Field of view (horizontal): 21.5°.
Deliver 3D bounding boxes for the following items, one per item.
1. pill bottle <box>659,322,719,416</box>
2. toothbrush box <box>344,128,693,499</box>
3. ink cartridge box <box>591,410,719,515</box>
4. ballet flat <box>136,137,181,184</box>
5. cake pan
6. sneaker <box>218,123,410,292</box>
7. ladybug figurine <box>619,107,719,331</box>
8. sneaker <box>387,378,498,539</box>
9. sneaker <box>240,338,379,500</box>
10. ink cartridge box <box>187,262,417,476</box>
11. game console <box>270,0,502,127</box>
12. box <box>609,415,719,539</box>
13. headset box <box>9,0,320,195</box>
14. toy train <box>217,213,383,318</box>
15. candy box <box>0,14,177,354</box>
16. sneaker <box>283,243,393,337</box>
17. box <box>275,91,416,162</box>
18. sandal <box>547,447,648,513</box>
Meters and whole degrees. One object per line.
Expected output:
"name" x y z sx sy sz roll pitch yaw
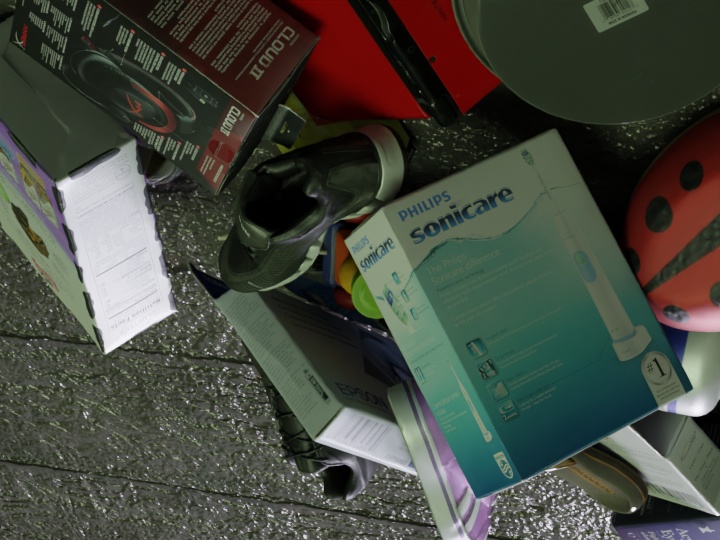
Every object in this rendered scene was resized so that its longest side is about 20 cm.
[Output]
"pill bottle" 0.210 0.043 1.367 0.199 0.112 0.112 10 143 14
"toothbrush box" 0.104 0.028 1.259 0.200 0.146 0.085 62 157 4
"ink cartridge box" 0.169 0.112 1.465 0.200 0.045 0.176 12 156 47
"ballet flat" -0.154 -0.107 1.393 0.072 0.072 0.200 25 144 -5
"cake pan" 0.154 -0.166 1.134 0.200 0.037 0.201 0 132 0
"sneaker" -0.057 -0.038 1.278 0.090 0.067 0.200 -10 163 -40
"ladybug figurine" 0.242 -0.030 1.243 0.136 0.072 0.200 48 125 9
"sneaker" 0.095 0.136 1.370 0.114 0.073 0.201 -21 143 -2
"sneaker" -0.040 0.120 1.609 0.076 0.091 0.200 -3 137 45
"ink cartridge box" -0.018 0.071 1.452 0.041 0.200 0.199 -49 144 12
"game console" 0.009 -0.197 1.193 0.200 0.172 0.119 52 176 -36
"box" 0.327 0.195 1.513 0.200 0.104 0.148 -12 132 38
"headset box" -0.123 -0.144 1.231 0.200 0.075 0.149 37 157 0
"toy train" 0.000 0.000 1.356 0.199 0.116 0.085 0 110 -7
"candy box" -0.222 -0.063 1.413 0.168 0.071 0.200 46 157 33
"sneaker" -0.007 -0.001 1.473 0.200 0.079 0.090 31 164 -12
"box" -0.040 -0.133 1.316 0.075 0.050 0.200 -4 136 32
"sandal" 0.128 0.141 1.445 0.200 0.055 0.082 34 164 -15
